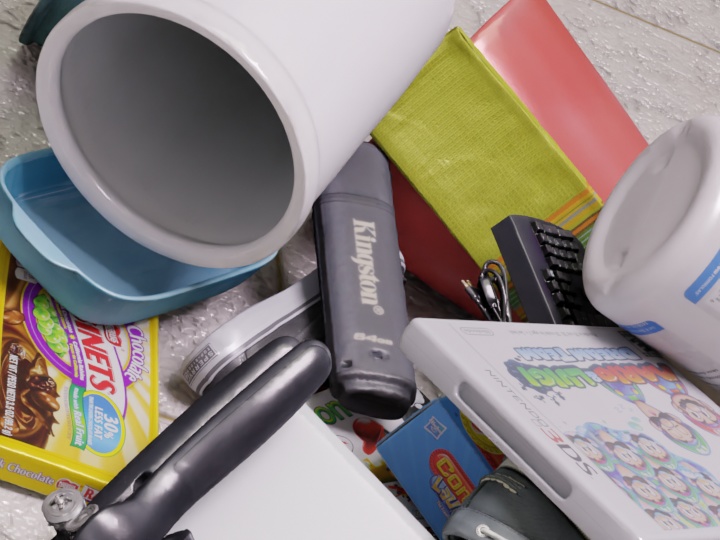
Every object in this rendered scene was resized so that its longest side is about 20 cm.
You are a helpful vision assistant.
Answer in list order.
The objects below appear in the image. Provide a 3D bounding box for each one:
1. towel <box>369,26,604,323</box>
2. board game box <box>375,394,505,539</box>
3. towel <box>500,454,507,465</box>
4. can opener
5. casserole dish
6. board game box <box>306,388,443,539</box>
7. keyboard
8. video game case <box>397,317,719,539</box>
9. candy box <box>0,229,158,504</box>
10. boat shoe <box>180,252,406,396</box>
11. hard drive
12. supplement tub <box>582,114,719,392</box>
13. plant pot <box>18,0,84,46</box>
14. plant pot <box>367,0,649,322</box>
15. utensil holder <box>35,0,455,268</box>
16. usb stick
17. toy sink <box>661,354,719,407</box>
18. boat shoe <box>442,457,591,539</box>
[{"bbox_3d":[0.090,-0.046,1.450,0.200,0.086,0.018,50,-2,-10],"label":"towel"},{"bbox_3d":[0.130,0.135,1.358,0.200,0.056,0.196,54,35,5],"label":"board game box"},{"bbox_3d":[0.145,0.191,1.245,0.192,0.035,0.201,22,63,-11],"label":"towel"},{"bbox_3d":[-0.091,0.102,1.191,0.200,0.063,0.079,-49,123,-26],"label":"can opener"},{"bbox_3d":[-0.132,-0.022,1.372,0.121,0.039,0.200,44,30,17],"label":"casserole dish"},{"bbox_3d":[-0.002,0.126,1.326,0.126,0.035,0.200,44,32,19],"label":"board game box"},{"bbox_3d":[0.122,0.055,1.357,0.127,0.021,0.201,5,54,-45],"label":"keyboard"},{"bbox_3d":[0.140,0.087,1.249,0.199,0.024,0.182,4,32,-49],"label":"video game case"},{"bbox_3d":[-0.159,0.052,1.303,0.102,0.026,0.200,23,32,-21],"label":"candy box"},{"bbox_3d":[-0.023,0.041,1.403,0.066,0.070,0.200,47,34,11],"label":"boat shoe"},{"bbox_3d":[-0.020,0.168,1.199,0.132,0.026,0.200,-36,68,-22],"label":"hard drive"},{"bbox_3d":[0.238,0.014,1.354,0.200,0.132,0.132,33,29,-19],"label":"supplement tub"},{"bbox_3d":[-0.084,-0.167,1.540,0.196,0.200,0.200,38,30,-5],"label":"plant pot"},{"bbox_3d":[0.102,-0.055,1.544,0.177,0.200,0.200,45,31,0],"label":"plant pot"},{"bbox_3d":[-0.058,-0.127,1.337,0.170,0.170,0.200,34,47,4],"label":"utensil holder"},{"bbox_3d":[0.000,0.000,1.387,0.055,0.033,0.201,16,44,-23],"label":"usb stick"},{"bbox_3d":[0.254,0.069,1.493,0.200,0.112,0.131,42,56,-6],"label":"toy sink"},{"bbox_3d":[0.119,0.184,1.189,0.062,0.073,0.200,-33,75,-25],"label":"boat shoe"}]
